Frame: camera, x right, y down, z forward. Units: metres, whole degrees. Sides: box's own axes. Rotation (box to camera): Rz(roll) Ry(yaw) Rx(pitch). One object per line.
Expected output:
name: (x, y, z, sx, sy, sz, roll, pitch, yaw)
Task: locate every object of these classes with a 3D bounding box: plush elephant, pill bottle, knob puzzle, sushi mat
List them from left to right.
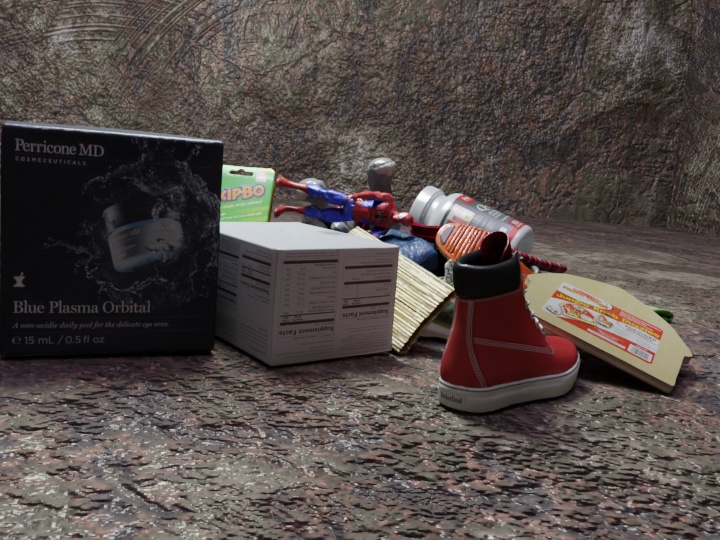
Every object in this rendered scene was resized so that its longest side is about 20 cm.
plush elephant: (-0.016, -0.041, 1.148, 0.160, 0.204, 0.156, -6, 28, 14)
sushi mat: (0.019, 0.016, 0.879, 0.199, 0.096, 0.012, 35, -13, 48)
pill bottle: (0.181, -0.059, 1.287, 0.197, 0.118, 0.115, 29, 18, 24)
knob puzzle: (0.271, 0.061, 0.858, 0.214, 0.031, 0.221, 15, 25, -7)

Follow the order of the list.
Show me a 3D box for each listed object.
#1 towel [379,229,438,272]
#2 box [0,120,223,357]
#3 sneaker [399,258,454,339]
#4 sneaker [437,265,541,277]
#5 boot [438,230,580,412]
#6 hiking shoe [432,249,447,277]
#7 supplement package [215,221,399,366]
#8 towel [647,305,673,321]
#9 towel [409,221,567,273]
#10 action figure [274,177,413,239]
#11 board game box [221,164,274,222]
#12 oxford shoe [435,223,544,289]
towel: (0.000, 0.000, 1.009, 0.196, 0.050, 0.111, -20, 21, -27)
box: (-0.240, -0.032, 0.732, 0.192, 0.206, 0.117, 0, 9, -24)
sneaker: (0.114, 0.035, 0.889, 0.194, 0.091, 0.077, 6, 8, 5)
sneaker: (0.153, 0.013, 1.034, 0.194, 0.084, 0.077, 3, 24, -12)
boot: (0.147, 0.039, 0.697, 0.071, 0.149, 0.197, 10, 8, 41)
hiking shoe: (0.119, 0.010, 1.161, 0.085, 0.077, 0.198, 2, -5, 35)
supplement package: (-0.078, 0.016, 0.821, 0.153, 0.114, 0.198, -2, 12, -37)
towel: (0.359, 0.043, 1.182, 0.146, 0.032, 0.199, 0, 10, -28)
towel: (0.180, -0.031, 1.085, 0.196, 0.023, 0.143, 15, 0, -36)
action figure: (-0.028, -0.077, 1.028, 0.194, 0.067, 0.099, 9, 19, 10)
board game box: (-0.168, -0.049, 0.997, 0.093, 0.205, 0.030, 5, -27, 0)
oxford shoe: (0.173, 0.017, 0.950, 0.198, 0.072, 0.073, 36, -24, 6)
